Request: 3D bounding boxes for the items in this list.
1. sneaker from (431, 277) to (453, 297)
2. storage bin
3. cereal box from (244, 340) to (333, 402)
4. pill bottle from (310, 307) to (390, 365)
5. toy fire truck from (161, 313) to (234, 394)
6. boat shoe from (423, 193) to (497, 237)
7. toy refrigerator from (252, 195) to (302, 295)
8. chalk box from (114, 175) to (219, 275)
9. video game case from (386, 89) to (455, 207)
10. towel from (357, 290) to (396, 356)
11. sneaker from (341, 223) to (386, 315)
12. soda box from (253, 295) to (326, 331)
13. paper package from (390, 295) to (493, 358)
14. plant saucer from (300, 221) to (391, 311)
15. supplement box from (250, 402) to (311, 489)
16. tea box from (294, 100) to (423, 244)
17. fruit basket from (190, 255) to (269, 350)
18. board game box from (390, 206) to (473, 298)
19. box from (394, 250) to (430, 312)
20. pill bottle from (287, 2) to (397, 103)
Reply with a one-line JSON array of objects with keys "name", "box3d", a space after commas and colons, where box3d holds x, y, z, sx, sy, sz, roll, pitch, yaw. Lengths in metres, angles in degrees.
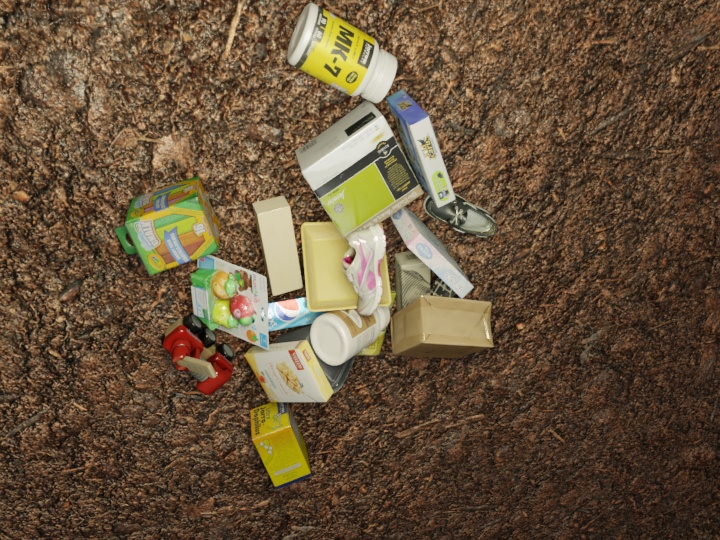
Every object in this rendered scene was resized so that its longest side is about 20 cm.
[{"name": "sneaker", "box3d": [0.217, 0.099, 1.481, 0.078, 0.077, 0.206, -16, 128, -28]}, {"name": "storage bin", "box3d": [-0.127, 0.210, 1.383, 0.197, 0.147, 0.135, -19, 120, 42]}, {"name": "cereal box", "box3d": [-0.168, 0.237, 1.316, 0.196, 0.040, 0.147, -12, 112, 41]}, {"name": "pill bottle", "box3d": [-0.017, 0.129, 1.322, 0.198, 0.112, 0.118, -25, 136, -51]}, {"name": "toy fire truck", "box3d": [-0.360, 0.214, 1.297, 0.127, 0.202, 0.177, -35, 122, 7]}, {"name": "boat shoe", "box3d": [0.242, -0.132, 1.353, 0.194, 0.061, 0.078, 11, 116, -20]}, {"name": "toy refrigerator", "box3d": [-0.185, -0.055, 1.276, 0.074, 0.070, 0.206, -15, 122, -14]}, {"name": "chalk box", "box3d": [-0.401, -0.086, 1.165, 0.194, 0.125, 0.128, -20, 122, -3]}, {"name": "video game case", "box3d": [0.122, -0.254, 1.170, 0.044, 0.202, 0.185, -23, 122, 2]}, {"name": "towel", "box3d": [0.008, 0.134, 1.459, 0.139, 0.023, 0.206, 7, 116, -18]}, {"name": "sneaker", "box3d": [0.000, 0.000, 1.208, 0.085, 0.082, 0.207, -2, 111, -14]}, {"name": "soda box", "box3d": [-0.171, 0.101, 1.353, 0.193, 0.068, 0.067, -10, 91, -10]}, {"name": "paper package", "box3d": [0.186, 0.137, 1.322, 0.184, 0.107, 0.200, 5, 162, -15]}, {"name": "plant saucer", "box3d": [-0.036, -0.008, 1.304, 0.193, 0.049, 0.207, -3, 75, -13]}, {"name": "supplement box", "box3d": [-0.214, 0.466, 1.531, 0.106, 0.110, 0.205, -18, 121, -4]}, {"name": "tea box", "box3d": [-0.004, -0.208, 1.202, 0.196, 0.135, 0.199, -31, 121, 4]}, {"name": "fruit basket", "box3d": [-0.285, 0.071, 1.251, 0.093, 0.196, 0.191, -33, 136, -47]}, {"name": "board game box", "box3d": [0.153, -0.055, 1.290, 0.043, 0.201, 0.199, -42, 120, 12]}, {"name": "box", "box3d": [0.131, 0.055, 1.422, 0.079, 0.069, 0.206, -10, 120, -8]}, {"name": "pill bottle", "box3d": [-0.033, -0.411, 1.094, 0.195, 0.115, 0.117, 19, 113, -24]}]
